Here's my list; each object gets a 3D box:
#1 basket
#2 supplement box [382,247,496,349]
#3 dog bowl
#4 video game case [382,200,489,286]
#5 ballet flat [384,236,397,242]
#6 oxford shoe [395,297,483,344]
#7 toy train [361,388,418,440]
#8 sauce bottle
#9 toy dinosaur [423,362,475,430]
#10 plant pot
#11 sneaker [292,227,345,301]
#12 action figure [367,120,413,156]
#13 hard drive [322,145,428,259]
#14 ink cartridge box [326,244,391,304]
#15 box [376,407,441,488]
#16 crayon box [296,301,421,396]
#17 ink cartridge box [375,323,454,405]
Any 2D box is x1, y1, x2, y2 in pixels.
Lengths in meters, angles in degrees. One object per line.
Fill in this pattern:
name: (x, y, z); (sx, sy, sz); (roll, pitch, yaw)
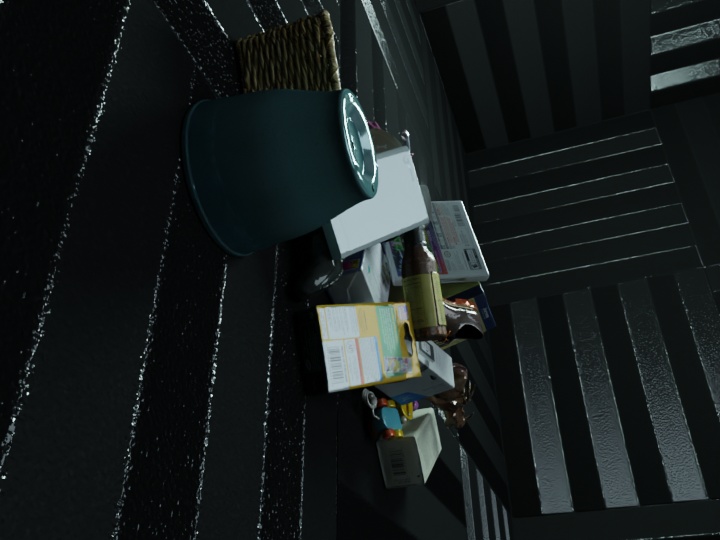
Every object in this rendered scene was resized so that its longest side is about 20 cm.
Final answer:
basket: (-0.078, -0.250, 1.018); (0.143, 0.149, 0.200); (15, 64, -72)
supplement box: (0.135, 0.042, 1.382); (0.134, 0.200, 0.200); (58, 10, -51)
dog bowl: (0.042, -0.150, 1.228); (0.200, 0.059, 0.200); (50, -19, 24)
video game case: (0.132, -0.056, 1.317); (0.023, 0.182, 0.200); (101, -18, -49)
ballet flat: (-0.028, -0.098, 1.165); (0.200, 0.068, 0.068); (30, 62, -13)
oxford shoe: (0.135, 0.089, 1.215); (0.071, 0.200, 0.073); (-62, -143, 39)
toy train: (0.040, 0.229, 1.278); (0.150, 0.056, 0.200); (57, 26, -11)
sauce bottle: (0.101, 0.017, 1.152); (0.066, 0.066, 0.200); (34, 49, -68)
toy dinosaur: (0.177, 0.226, 1.360); (0.200, 0.135, 0.086); (104, -4, -51)
plant pot: (-0.084, -0.132, 0.845); (0.200, 0.188, 0.200); (-11, 90, -75)
sneaker: (-0.064, -0.028, 1.061); (0.091, 0.076, 0.200); (49, 36, -15)
action figure: (0.035, -0.217, 1.414); (0.200, 0.134, 0.149); (55, -21, 26)
hard drive: (0.017, -0.109, 1.069); (0.200, 0.026, 0.132); (-24, 100, -39)
ink cartridge box: (0.000, 0.000, 1.245); (0.200, 0.076, 0.137); (-77, 152, -53)
box: (0.098, 0.341, 1.342); (0.200, 0.078, 0.095); (-9, 87, -74)
crayon box: (0.001, 0.116, 1.057); (0.200, 0.052, 0.126); (0, 78, -44)
ink cartridge box: (0.061, 0.152, 1.194); (0.200, 0.116, 0.067); (40, 37, -38)
